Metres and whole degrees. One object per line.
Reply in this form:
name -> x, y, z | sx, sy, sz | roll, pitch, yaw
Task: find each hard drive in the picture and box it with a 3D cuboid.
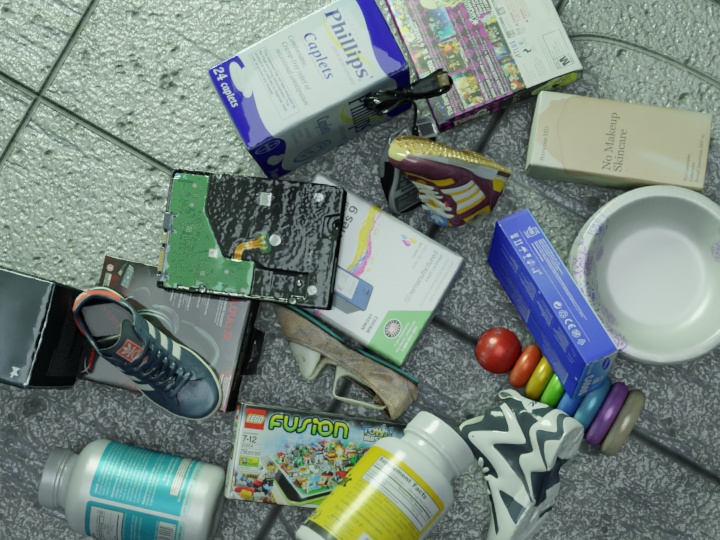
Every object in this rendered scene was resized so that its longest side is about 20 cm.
hard drive -> -0.122, -0.035, 1.407 | 0.200, 0.038, 0.140 | 6, 85, 7

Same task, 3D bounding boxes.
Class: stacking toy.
stacking toy -> 0.222, 0.132, 1.447 | 0.200, 0.085, 0.085 | 29, 87, 10

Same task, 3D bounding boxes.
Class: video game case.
video game case -> 0.140, -0.283, 1.477 | 0.181, 0.036, 0.200 | -22, 73, 0

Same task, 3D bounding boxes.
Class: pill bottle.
pill bottle -> 0.032, 0.255, 1.381 | 0.111, 0.111, 0.200 | 43, 72, 4
pill bottle -> -0.260, 0.257, 1.434 | 0.200, 0.111, 0.111 | 13, 86, 3

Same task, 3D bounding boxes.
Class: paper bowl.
paper bowl -> 0.336, 0.008, 1.433 | 0.200, 0.104, 0.201 | 0, 85, 3

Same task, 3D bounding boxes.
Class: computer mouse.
computer mouse -> 0.050, -0.144, 1.427 | 0.110, 0.200, 0.044 | -29, 57, -24

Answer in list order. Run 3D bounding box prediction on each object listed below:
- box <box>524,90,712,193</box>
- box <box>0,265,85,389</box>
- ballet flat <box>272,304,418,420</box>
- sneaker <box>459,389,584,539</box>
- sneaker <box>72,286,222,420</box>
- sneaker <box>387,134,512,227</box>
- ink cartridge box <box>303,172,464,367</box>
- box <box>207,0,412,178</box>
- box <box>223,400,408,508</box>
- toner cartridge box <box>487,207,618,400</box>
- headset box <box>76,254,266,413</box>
box -> 0.297, -0.145, 1.459 | 0.200, 0.078, 0.095 | 7, 86, 2
box -> -0.425, 0.053, 1.411 | 0.200, 0.197, 0.124 | 15, 87, 2
ballet flat -> -0.028, 0.109, 1.455 | 0.200, 0.068, 0.067 | 30, 79, 5
sneaker -> 0.160, 0.227, 1.444 | 0.130, 0.079, 0.199 | 35, 119, 32
sneaker -> -0.240, 0.095, 1.381 | 0.200, 0.085, 0.075 | 37, 88, 4
sneaker -> 0.095, -0.092, 1.410 | 0.075, 0.200, 0.090 | 33, 106, 39
ink cartridge box -> 0.000, 0.000, 1.455 | 0.200, 0.088, 0.145 | 32, 88, 7
box -> -0.051, -0.205, 1.422 | 0.200, 0.184, 0.105 | -28, 83, 0
box -> -0.050, 0.217, 1.440 | 0.200, 0.035, 0.110 | 8, 86, -14
toner cartridge box -> 0.212, 0.037, 1.405 | 0.043, 0.095, 0.200 | -22, 64, -13
headset box -> -0.211, 0.076, 1.462 | 0.200, 0.077, 0.149 | 13, 86, 4
